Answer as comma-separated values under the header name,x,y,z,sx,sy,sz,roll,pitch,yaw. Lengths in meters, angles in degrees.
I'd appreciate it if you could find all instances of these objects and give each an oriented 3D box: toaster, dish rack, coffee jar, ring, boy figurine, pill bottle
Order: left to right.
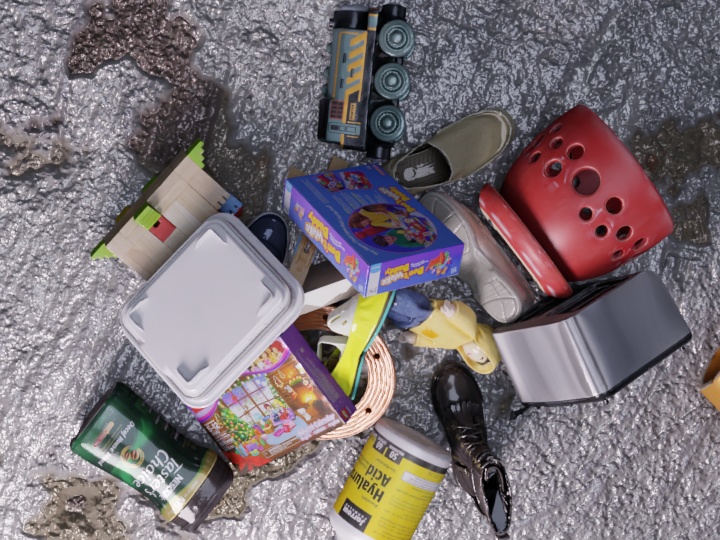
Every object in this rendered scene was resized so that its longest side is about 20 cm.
name,x,y,z,sx,sy,sz,roll,pitch,yaw
coffee jar,-0.263,0.240,1.483,0.200,0.085,0.105,38,91,-10
dish rack,-0.184,0.044,1.386,0.200,0.044,0.172,-46,74,3
ring,-0.053,0.130,1.501,0.199,0.019,0.202,4,115,8
pill bottle,0.028,0.304,1.514,0.111,0.111,0.201,27,92,-9
boy figurine,0.097,0.075,1.504,0.199,0.124,0.065,27,56,-23
toaster,0.281,0.092,1.466,0.199,0.181,0.119,-29,95,-28

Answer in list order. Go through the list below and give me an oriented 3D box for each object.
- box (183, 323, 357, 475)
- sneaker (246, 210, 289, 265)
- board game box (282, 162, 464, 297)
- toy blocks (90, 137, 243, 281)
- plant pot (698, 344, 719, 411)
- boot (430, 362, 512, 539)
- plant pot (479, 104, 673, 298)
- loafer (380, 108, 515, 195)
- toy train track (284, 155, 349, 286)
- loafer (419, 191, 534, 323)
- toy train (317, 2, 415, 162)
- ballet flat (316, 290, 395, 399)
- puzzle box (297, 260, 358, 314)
name,x,y,z,sx,sy,sz,roll,pitch,yaw
box,-0.119,0.165,1.461,0.199,0.039,0.137,-31,100,35
sneaker,-0.146,0.021,1.461,0.070,0.109,0.201,28,92,-7
board game box,0.012,-0.054,1.389,0.134,0.200,0.045,-12,129,-29
toy blocks,-0.221,-0.048,1.463,0.137,0.100,0.200,42,91,-21
plant pot,0.560,0.159,1.538,0.183,0.200,0.201,33,91,7
boot,0.152,0.227,1.489,0.069,0.174,0.201,-15,98,-5
plant pot,0.265,-0.076,1.464,0.182,0.200,0.201,-39,99,6
loafer,0.115,-0.145,1.498,0.199,0.068,0.076,-30,99,-3
toy train track,-0.058,-0.058,1.466,0.114,0.033,0.201,27,57,-11
loafer,0.152,-0.022,1.516,0.200,0.063,0.072,54,130,10
toy train,0.007,-0.240,1.471,0.113,0.085,0.202,6,95,2
ballet flat,-0.014,0.082,1.412,0.067,0.067,0.201,18,128,-4
puzzle box,0.000,0.000,1.466,0.199,0.133,0.026,-19,103,-4
